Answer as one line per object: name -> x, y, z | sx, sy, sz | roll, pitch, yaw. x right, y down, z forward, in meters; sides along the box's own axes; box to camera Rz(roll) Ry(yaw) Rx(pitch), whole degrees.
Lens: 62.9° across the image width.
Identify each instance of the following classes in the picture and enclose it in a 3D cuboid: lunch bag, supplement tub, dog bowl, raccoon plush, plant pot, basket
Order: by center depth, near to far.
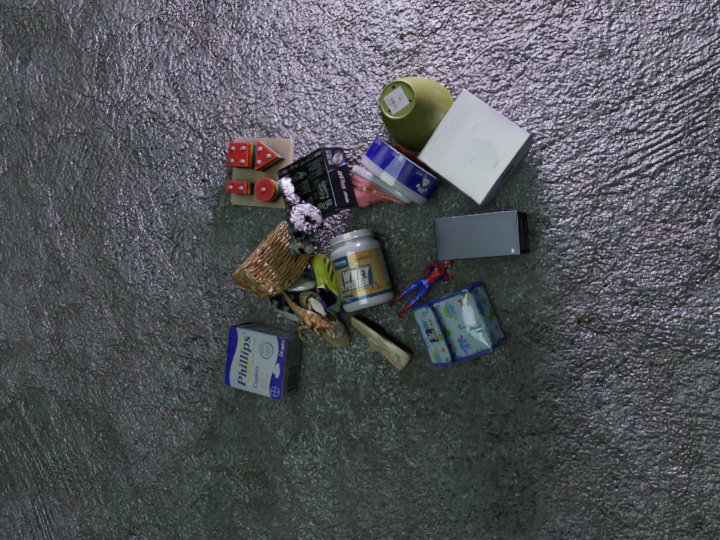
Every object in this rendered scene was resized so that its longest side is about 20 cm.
plant pot -> 0.124, -0.405, 1.476 | 0.186, 0.200, 0.189 | 2, 94, 22
dog bowl -> 0.102, -0.253, 1.495 | 0.200, 0.200, 0.079 | 40, 104, 16
lunch bag -> 0.240, 0.143, 1.511 | 0.199, 0.127, 0.171 | -23, 87, 35
supplement tub -> 0.000, 0.000, 1.584 | 0.144, 0.145, 0.201 | -17, 87, 23
raccoon plush -> -0.168, -0.137, 1.590 | 0.134, 0.096, 0.201 | -50, 53, 59
basket -> -0.243, -0.015, 1.672 | 0.143, 0.200, 0.149 | 42, 154, -11

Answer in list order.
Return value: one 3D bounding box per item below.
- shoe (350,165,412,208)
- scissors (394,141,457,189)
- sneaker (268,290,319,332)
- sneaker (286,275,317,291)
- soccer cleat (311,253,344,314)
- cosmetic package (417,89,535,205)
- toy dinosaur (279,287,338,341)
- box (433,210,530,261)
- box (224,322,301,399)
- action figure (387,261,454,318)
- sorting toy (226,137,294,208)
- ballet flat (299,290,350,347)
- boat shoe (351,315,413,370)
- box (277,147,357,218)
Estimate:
shoe -> 0.045, -0.203, 1.596 | 0.200, 0.071, 0.091 | 32, 106, 23
scissors -> 0.172, -0.276, 1.542 | 0.199, 0.073, 0.014 | 31, 104, -16
sneaker -> -0.175, 0.119, 1.713 | 0.199, 0.089, 0.074 | 32, 75, -4
sneaker -> -0.215, 0.019, 1.717 | 0.199, 0.070, 0.081 | 8, 93, 22
soccer cleat -> -0.098, 0.032, 1.645 | 0.065, 0.083, 0.201 | -39, 61, 27
cosmetic package -> 0.286, -0.299, 1.457 | 0.200, 0.123, 0.200 | 40, 107, 14
toy dinosaur -> -0.150, 0.129, 1.620 | 0.199, 0.060, 0.107 | 32, 119, 2
box -> 0.298, -0.083, 1.433 | 0.199, 0.182, 0.105 | -5, 92, 22
box -> -0.288, 0.265, 1.744 | 0.199, 0.105, 0.185 | 9, 96, 23
action figure -> 0.166, 0.037, 1.520 | 0.200, 0.099, 0.065 | -41, 88, -7
sorting toy -> -0.303, -0.290, 1.734 | 0.198, 0.070, 0.201 | 7, 96, 22
ballet flat -> -0.098, 0.138, 1.650 | 0.071, 0.065, 0.200 | -45, 95, -15
boat shoe -> 0.048, 0.197, 1.618 | 0.199, 0.072, 0.065 | 35, 104, 11
box -> -0.121, -0.229, 1.619 | 0.199, 0.086, 0.165 | -17, 86, 44
